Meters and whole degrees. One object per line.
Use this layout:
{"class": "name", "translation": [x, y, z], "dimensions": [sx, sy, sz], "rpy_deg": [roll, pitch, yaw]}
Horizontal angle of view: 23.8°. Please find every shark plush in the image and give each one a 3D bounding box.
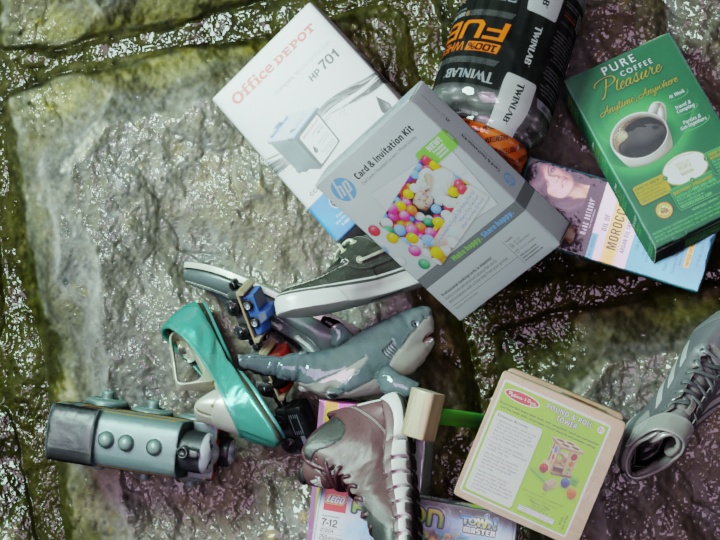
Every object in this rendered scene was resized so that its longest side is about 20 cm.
{"class": "shark plush", "translation": [-0.023, 0.083, 1.714], "dimensions": [0.197, 0.091, 0.084], "rpy_deg": [-3, 94, 2]}

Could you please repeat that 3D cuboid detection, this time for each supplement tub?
{"class": "supplement tub", "translation": [0.141, -0.202, 1.669], "dimensions": [0.121, 0.123, 0.202], "rpy_deg": [15, 76, 12]}

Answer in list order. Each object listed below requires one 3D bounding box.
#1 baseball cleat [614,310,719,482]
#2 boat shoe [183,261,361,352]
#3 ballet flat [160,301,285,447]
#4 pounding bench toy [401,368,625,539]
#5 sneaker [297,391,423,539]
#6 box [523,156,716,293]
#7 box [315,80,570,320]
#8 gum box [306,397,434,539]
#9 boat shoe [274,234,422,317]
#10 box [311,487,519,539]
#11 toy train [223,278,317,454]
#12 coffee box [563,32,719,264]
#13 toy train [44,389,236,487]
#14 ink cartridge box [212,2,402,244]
{"class": "baseball cleat", "translation": [0.321, 0.126, 1.645], "dimensions": [0.069, 0.106, 0.201], "rpy_deg": [34, 100, -2]}
{"class": "boat shoe", "translation": [-0.100, 0.047, 1.758], "dimensions": [0.198, 0.073, 0.062], "rpy_deg": [23, 89, 7]}
{"class": "ballet flat", "translation": [-0.148, 0.118, 1.740], "dimensions": [0.070, 0.068, 0.201], "rpy_deg": [-28, 55, -12]}
{"class": "pounding bench toy", "translation": [0.142, 0.161, 1.652], "dimensions": [0.198, 0.156, 0.126], "rpy_deg": [23, 92, 7]}
{"class": "sneaker", "translation": [-0.003, 0.217, 1.626], "dimensions": [0.114, 0.076, 0.202], "rpy_deg": [-8, 55, 8]}
{"class": "box", "translation": [0.252, -0.045, 1.696], "dimensions": [0.198, 0.049, 0.083], "rpy_deg": [17, 91, 12]}
{"class": "box", "translation": [0.078, -0.064, 1.634], "dimensions": [0.200, 0.041, 0.156], "rpy_deg": [44, 131, -9]}
{"class": "gum box", "translation": [0.010, 0.234, 1.728], "dimensions": [0.112, 0.066, 0.203], "rpy_deg": [5, 89, 12]}
{"class": "boat shoe", "translation": [0.000, 0.000, 1.710], "dimensions": [0.198, 0.071, 0.064], "rpy_deg": [-14, 83, -24]}
{"class": "box", "translation": [0.051, 0.274, 1.668], "dimensions": [0.197, 0.035, 0.112], "rpy_deg": [8, 90, 10]}
{"class": "toy train", "translation": [-0.087, 0.097, 1.732], "dimensions": [0.045, 0.034, 0.202], "rpy_deg": [-10, 112, 28]}
{"class": "coffee box", "translation": [0.292, -0.121, 1.659], "dimensions": [0.122, 0.044, 0.201], "rpy_deg": [-26, 69, -3]}
{"class": "toy train", "translation": [-0.230, 0.176, 1.759], "dimensions": [0.197, 0.114, 0.086], "rpy_deg": [9, 90, 13]}
{"class": "ink cartridge box", "translation": [-0.030, -0.148, 1.744], "dimensions": [0.146, 0.086, 0.200], "rpy_deg": [-43, 82, 7]}
